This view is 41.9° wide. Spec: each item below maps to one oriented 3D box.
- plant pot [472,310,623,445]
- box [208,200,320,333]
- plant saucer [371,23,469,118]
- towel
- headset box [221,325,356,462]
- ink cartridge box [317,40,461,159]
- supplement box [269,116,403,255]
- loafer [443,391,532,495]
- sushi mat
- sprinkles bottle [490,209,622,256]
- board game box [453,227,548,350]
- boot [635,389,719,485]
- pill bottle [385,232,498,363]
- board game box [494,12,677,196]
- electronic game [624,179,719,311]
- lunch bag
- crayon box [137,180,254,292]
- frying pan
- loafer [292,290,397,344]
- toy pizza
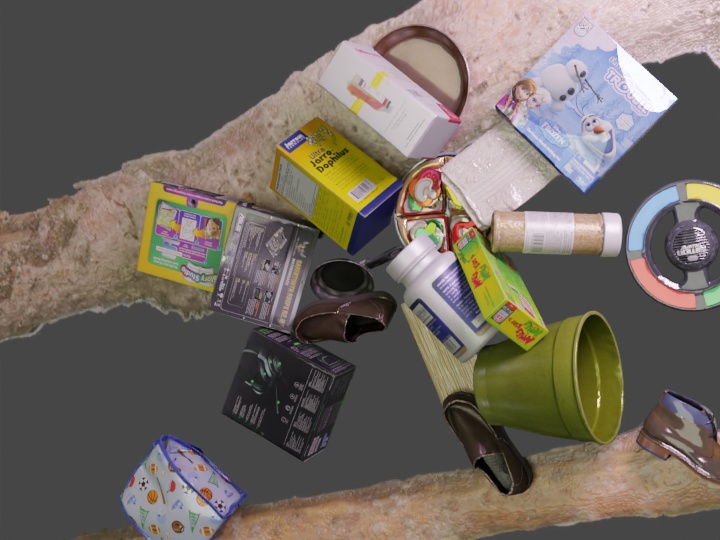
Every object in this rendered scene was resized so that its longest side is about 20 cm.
[{"bbox_3d":[0.287,0.173,1.477,0.191,0.200,0.203,-8,91,34],"label":"plant pot"},{"bbox_3d":[-0.172,-0.005,1.685,0.157,0.048,0.202,15,101,-4],"label":"box"},{"bbox_3d":[0.093,-0.310,1.588,0.198,0.034,0.203,2,94,22],"label":"plant saucer"},{"bbox_3d":[0.238,-0.170,1.523,0.199,0.034,0.133,-39,80,9],"label":"towel"},{"bbox_3d":[-0.136,0.212,1.693,0.199,0.093,0.176,25,104,19],"label":"headset box"},{"bbox_3d":[0.048,-0.272,1.515,0.200,0.145,0.084,42,110,14],"label":"ink cartridge box"},{"bbox_3d":[-0.044,-0.144,1.597,0.200,0.109,0.109,39,146,14],"label":"supplement box"},{"bbox_3d":[0.207,0.288,1.558,0.200,0.071,0.073,49,116,10],"label":"loafer"},{"bbox_3d":[0.147,0.133,1.614,0.095,0.012,0.202,-25,85,21],"label":"sushi mat"},{"bbox_3d":[0.305,-0.059,1.474,0.197,0.068,0.069,2,96,4],"label":"sprinkles bottle"},{"bbox_3d":[0.215,0.026,1.467,0.101,0.201,0.048,36,112,-29],"label":"board game box"},{"bbox_3d":[0.531,0.261,1.434,0.198,0.075,0.098,22,105,21],"label":"boot"},{"bbox_3d":[0.141,0.040,1.541,0.200,0.120,0.120,47,109,5],"label":"pill bottle"},{"bbox_3d":[0.348,-0.257,1.463,0.199,0.043,0.200,-46,77,6],"label":"board game box"},{"bbox_3d":[0.505,-0.038,1.437,0.198,0.042,0.203,2,95,22],"label":"electronic game"},{"bbox_3d":[-0.344,0.432,1.784,0.199,0.124,0.171,39,108,7],"label":"lunch bag"},{"bbox_3d":[-0.310,-0.062,1.761,0.198,0.058,0.175,15,101,19],"label":"crayon box"},{"bbox_3d":[-0.016,-0.005,1.616,0.114,0.031,0.191,20,132,-14],"label":"frying pan"},{"bbox_3d":[-0.034,0.090,1.640,0.198,0.071,0.073,-18,126,22],"label":"loafer"},{"bbox_3d":[0.146,-0.098,1.585,0.198,0.032,0.203,2,95,22],"label":"toy pizza"}]
